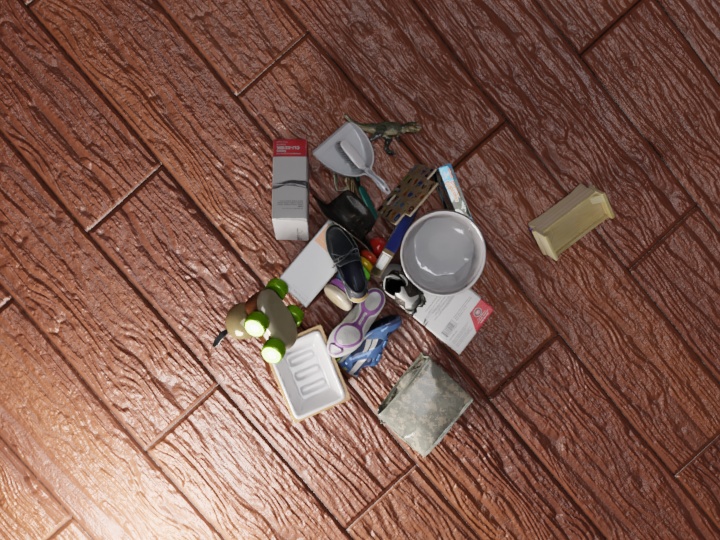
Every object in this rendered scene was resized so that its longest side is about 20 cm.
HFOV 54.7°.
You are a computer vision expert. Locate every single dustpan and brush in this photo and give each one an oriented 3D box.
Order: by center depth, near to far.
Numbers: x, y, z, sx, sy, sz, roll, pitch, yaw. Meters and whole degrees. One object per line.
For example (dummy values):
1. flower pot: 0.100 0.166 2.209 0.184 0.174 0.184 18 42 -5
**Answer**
1. dustpan and brush: -0.002 -0.256 1.683 0.139 0.057 0.201 -43 96 -21

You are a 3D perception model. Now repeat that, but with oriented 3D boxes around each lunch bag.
1. lunch bag: 0.155 0.339 1.739 0.164 0.118 0.201 42 84 -5

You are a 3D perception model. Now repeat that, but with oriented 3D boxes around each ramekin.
1. ramekin: 0.195 -0.049 1.633 0.196 0.105 0.204 2 104 8

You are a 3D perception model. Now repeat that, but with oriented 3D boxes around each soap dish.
1. soap dish: -0.132 0.255 1.736 0.155 0.081 0.203 -23 93 -2

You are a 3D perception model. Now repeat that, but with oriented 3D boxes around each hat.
1. hat: -0.020 -0.136 1.654 0.200 0.201 0.081 42 99 -4

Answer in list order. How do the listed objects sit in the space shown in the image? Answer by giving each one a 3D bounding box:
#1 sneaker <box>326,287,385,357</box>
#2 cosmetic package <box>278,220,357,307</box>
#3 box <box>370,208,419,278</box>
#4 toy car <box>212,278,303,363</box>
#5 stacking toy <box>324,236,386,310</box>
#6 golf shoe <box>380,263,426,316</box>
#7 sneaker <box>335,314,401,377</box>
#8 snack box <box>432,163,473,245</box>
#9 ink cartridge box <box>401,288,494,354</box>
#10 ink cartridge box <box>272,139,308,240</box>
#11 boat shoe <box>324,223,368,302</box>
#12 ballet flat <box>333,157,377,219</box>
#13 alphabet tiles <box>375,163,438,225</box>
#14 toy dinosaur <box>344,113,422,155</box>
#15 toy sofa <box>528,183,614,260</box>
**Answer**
1. sneaker: -0.006 0.137 1.723 0.075 0.100 0.200 40 80 7
2. cosmetic package: -0.107 -0.018 1.733 0.101 0.071 0.201 40 90 -4
3. box: 0.091 -0.089 1.682 0.032 0.121 0.202 28 63 0
4. toy car: -0.263 0.135 1.676 0.197 0.165 0.159 -16 117 26
5. stacking toy: 0.000 0.000 1.732 0.085 0.085 0.201 41 73 -4
6. golf shoe: 0.087 0.023 1.682 0.078 0.200 0.094 -49 124 4
7. sneaker: 0.031 0.189 1.751 0.199 0.074 0.083 -39 96 5
8. snack box: 0.235 -0.161 1.727 0.037 0.116 0.203 -22 93 -3
9. ink cartridge box: 0.211 0.087 1.750 0.199 0.084 0.145 39 90 -4
10. ink cartridge box: -0.164 -0.188 1.655 0.082 0.145 0.204 -1 74 -3
11. boat shoe: -0.031 -0.023 1.659 0.073 0.062 0.203 -18 77 -9
12. ballet flat: -0.024 -0.206 1.741 0.071 0.068 0.203 -22 93 18
13. alphabet tiles: 0.118 -0.185 1.681 0.008 0.200 0.168 41 90 -22
14. toy dinosaur: 0.054 -0.340 1.747 0.196 0.048 0.090 5 77 -3
15. toy sofa: 0.535 -0.126 1.774 0.199 0.098 0.083 -37 118 -2
